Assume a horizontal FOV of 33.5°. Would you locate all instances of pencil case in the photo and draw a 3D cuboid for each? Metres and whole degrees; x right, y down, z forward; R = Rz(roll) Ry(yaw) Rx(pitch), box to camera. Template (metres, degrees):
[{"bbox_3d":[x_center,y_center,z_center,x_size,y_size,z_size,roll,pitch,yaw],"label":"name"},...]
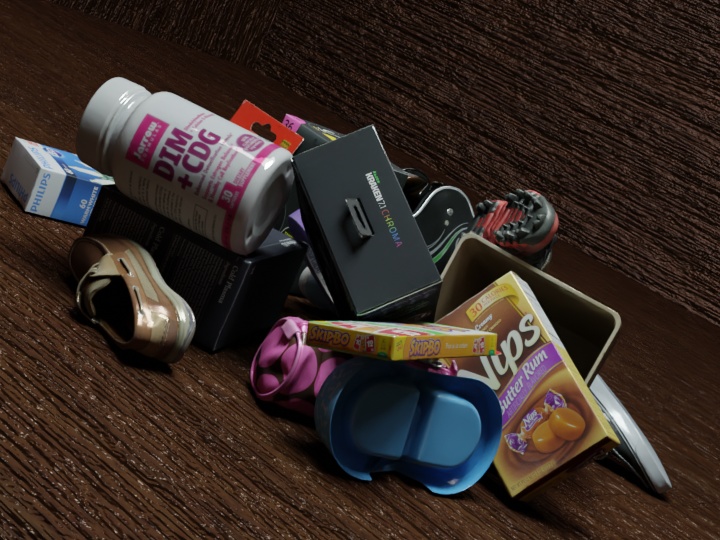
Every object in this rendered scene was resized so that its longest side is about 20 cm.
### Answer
[{"bbox_3d":[-0.003,0.106,1.170,0.198,0.094,0.091,17,31,-26],"label":"pencil case"}]

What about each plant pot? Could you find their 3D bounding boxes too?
[{"bbox_3d":[0.175,0.104,1.349,0.199,0.201,0.177,30,2,23],"label":"plant pot"}]

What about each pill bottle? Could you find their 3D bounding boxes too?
[{"bbox_3d":[-0.175,-0.107,1.190,0.198,0.114,0.113,26,12,11],"label":"pill bottle"}]

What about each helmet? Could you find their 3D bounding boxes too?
[{"bbox_3d":[0.056,-0.048,1.725,0.189,0.202,0.200,-26,32,-15],"label":"helmet"}]

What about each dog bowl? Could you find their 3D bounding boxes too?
[{"bbox_3d":[0.042,0.139,1.106,0.198,0.113,0.049,17,1,-35],"label":"dog bowl"}]

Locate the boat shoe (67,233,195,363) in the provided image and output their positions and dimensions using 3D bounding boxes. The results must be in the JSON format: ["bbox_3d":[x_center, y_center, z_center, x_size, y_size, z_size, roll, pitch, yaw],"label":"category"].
[{"bbox_3d":[-0.233,0.018,1.139,0.071,0.076,0.199,10,18,-45],"label":"boat shoe"}]

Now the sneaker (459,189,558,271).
[{"bbox_3d":[0.187,-0.038,1.348,0.097,0.071,0.200,33,-10,-11],"label":"sneaker"}]

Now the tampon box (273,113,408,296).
[{"bbox_3d":[-0.058,-0.081,1.609,0.125,0.202,0.150,14,15,-43],"label":"tampon box"}]

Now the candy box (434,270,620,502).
[{"bbox_3d":[0.160,0.117,1.214,0.056,0.116,0.201,30,28,-59],"label":"candy box"}]

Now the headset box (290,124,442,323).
[{"bbox_3d":[0.006,-0.026,1.209,0.200,0.092,0.176,91,-23,-74],"label":"headset box"}]

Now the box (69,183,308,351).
[{"bbox_3d":[-0.180,-0.013,1.298,0.181,0.105,0.200,26,12,12],"label":"box"}]

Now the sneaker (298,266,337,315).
[{"bbox_3d":[0.018,0.045,1.533,0.198,0.075,0.082,20,8,-23],"label":"sneaker"}]

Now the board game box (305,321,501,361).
[{"bbox_3d":[0.047,0.064,1.105,0.095,0.030,0.199,8,0,35],"label":"board game box"}]

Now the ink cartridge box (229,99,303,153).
[{"bbox_3d":[-0.189,-0.137,1.589,0.162,0.201,0.050,37,-3,45],"label":"ink cartridge box"}]

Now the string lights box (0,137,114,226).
[{"bbox_3d":[-0.325,-0.093,1.458,0.199,0.059,0.103,15,17,-40],"label":"string lights box"}]

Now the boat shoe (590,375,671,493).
[{"bbox_3d":[0.302,0.197,1.472,0.200,0.068,0.074,55,10,16],"label":"boat shoe"}]

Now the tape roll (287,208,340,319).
[{"bbox_3d":[0.000,0.000,1.409,0.201,0.085,0.200,56,-8,12],"label":"tape roll"}]
